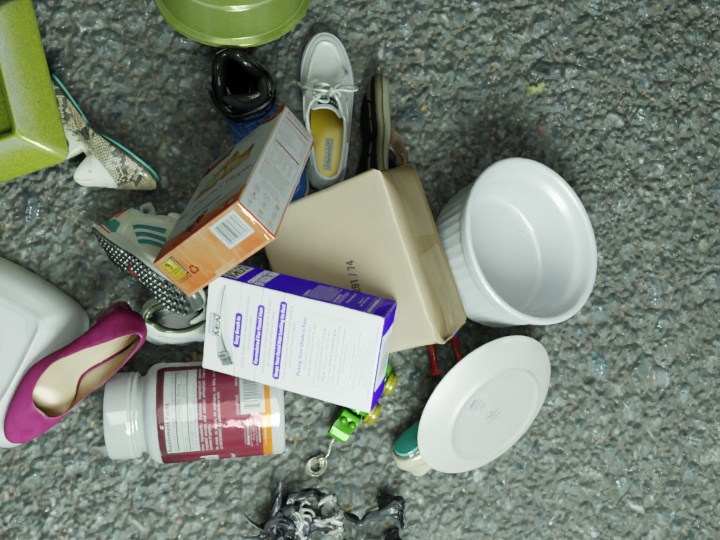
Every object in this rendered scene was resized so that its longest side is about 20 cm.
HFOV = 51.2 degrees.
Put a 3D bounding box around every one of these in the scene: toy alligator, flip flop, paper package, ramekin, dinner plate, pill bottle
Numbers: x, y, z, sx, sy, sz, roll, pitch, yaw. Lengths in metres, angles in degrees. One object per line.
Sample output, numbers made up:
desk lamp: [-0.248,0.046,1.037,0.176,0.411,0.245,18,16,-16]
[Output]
toy alligator: [-0.008,0.170,0.926,0.059,0.054,0.201,32,82,-4]
flip flop: [0.032,-0.148,0.953,0.057,0.081,0.203,5,79,-22]
paper package: [0.000,0.000,0.874,0.189,0.103,0.203,-18,92,29]
ramekin: [0.183,-0.027,0.919,0.198,0.097,0.203,8,73,-28]
dinner plate: [0.157,0.169,0.903,0.198,0.024,0.203,-16,124,-24]
pill bottle: [-0.188,0.163,0.872,0.197,0.114,0.116,-3,86,-8]

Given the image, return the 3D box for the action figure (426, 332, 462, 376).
action figure: [0.097,0.029,0.957,0.064,0.052,0.203,-11,85,-5]

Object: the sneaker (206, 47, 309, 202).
sneaker: [-0.124,-0.171,0.906,0.076,0.111,0.202,-24,89,-4]

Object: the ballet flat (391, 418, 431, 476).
ballet flat: [0.125,0.184,0.945,0.199,0.069,0.070,-39,91,-7]

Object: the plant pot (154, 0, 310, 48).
plant pot: [-0.150,-0.396,0.853,0.197,0.191,0.203,3,64,-6]

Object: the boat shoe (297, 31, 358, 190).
boat shoe: [-0.043,-0.205,0.935,0.073,0.086,0.205,3,85,-8]

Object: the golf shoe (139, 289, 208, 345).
golf shoe: [-0.165,0.053,0.894,0.197,0.097,0.079,-11,86,-10]

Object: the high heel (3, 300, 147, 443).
high heel: [-0.314,0.119,0.817,0.067,0.096,0.201,41,84,-29]

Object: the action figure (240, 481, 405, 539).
action figure: [-0.042,0.312,0.888,0.197,0.102,0.121,0,97,-9]

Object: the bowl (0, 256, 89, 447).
bowl: [-0.442,0.087,0.865,0.198,0.075,0.201,28,82,-3]

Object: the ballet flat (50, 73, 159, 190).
ballet flat: [-0.334,-0.148,0.899,0.200,0.068,0.075,44,68,2]

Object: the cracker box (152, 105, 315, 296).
cracker box: [-0.131,-0.080,0.811,0.133,0.201,0.058,-31,116,30]

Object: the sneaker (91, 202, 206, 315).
sneaker: [-0.225,-0.026,0.865,0.199,0.071,0.093,29,59,38]

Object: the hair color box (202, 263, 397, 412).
hair color box: [-0.067,0.069,0.810,0.197,0.065,0.111,13,108,12]

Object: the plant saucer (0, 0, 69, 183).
plant saucer: [-0.456,-0.199,0.866,0.197,0.048,0.202,-16,88,11]
